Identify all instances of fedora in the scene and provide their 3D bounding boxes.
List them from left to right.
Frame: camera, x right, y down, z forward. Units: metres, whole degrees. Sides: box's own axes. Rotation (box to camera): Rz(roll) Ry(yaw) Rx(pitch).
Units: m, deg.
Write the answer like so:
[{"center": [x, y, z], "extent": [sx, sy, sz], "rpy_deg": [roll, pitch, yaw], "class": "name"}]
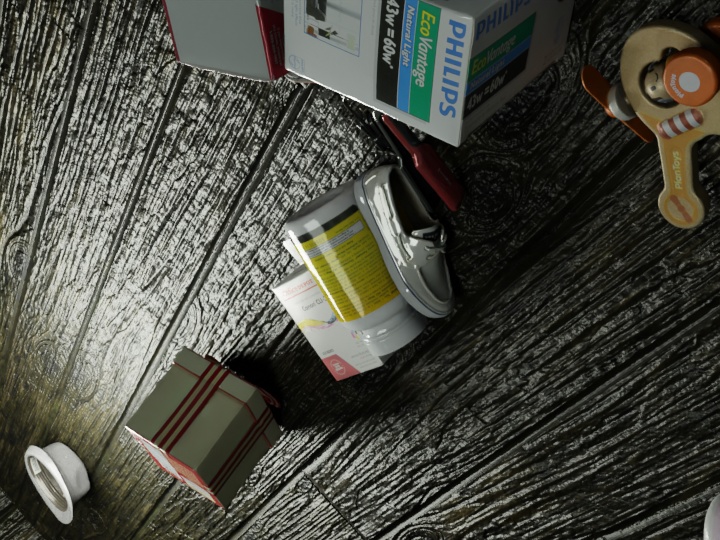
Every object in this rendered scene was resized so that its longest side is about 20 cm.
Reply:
[{"center": [-0.707, 0.488, 2.301], "extent": [0.201, 0.090, 0.177], "rpy_deg": [51, 140, 9], "class": "fedora"}]

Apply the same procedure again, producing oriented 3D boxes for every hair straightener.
[{"center": [0.033, -0.133, 1.069], "extent": [0.076, 0.041, 0.200], "rpy_deg": [-2, 146, 46], "class": "hair straightener"}]

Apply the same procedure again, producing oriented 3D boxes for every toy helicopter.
[{"center": [0.274, -0.127, 0.871], "extent": [0.131, 0.079, 0.202], "rpy_deg": [12, 132, 39], "class": "toy helicopter"}]

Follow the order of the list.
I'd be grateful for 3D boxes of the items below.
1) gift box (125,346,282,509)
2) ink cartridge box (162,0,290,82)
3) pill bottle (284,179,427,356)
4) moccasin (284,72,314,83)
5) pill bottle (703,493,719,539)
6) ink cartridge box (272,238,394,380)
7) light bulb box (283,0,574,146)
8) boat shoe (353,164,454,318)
[{"center": [-0.249, 0.254, 1.602], "extent": [0.183, 0.187, 0.201], "rpy_deg": [27, 156, 23], "class": "gift box"}, {"center": [-0.084, -0.303, 0.973], "extent": [0.144, 0.200, 0.147], "rpy_deg": [18, 132, 36], "class": "ink cartridge box"}, {"center": [0.000, 0.000, 1.205], "extent": [0.112, 0.112, 0.201], "rpy_deg": [-16, 108, 49], "class": "pill bottle"}, {"center": [0.014, -0.225, 1.043], "extent": [0.199, 0.078, 0.075], "rpy_deg": [0, 106, 26], "class": "moccasin"}, {"center": [0.463, 0.276, 0.984], "extent": [0.199, 0.112, 0.113], "rpy_deg": [-18, 108, 49], "class": "pill bottle"}, {"center": [-0.040, 0.042, 1.313], "extent": [0.201, 0.067, 0.116], "rpy_deg": [55, 142, -7], "class": "ink cartridge box"}, {"center": [0.065, -0.241, 0.879], "extent": [0.199, 0.198, 0.126], "rpy_deg": [29, 139, 25], "class": "light bulb box"}, {"center": [0.068, -0.035, 1.151], "extent": [0.069, 0.071, 0.202], "rpy_deg": [-17, 104, 46], "class": "boat shoe"}]
